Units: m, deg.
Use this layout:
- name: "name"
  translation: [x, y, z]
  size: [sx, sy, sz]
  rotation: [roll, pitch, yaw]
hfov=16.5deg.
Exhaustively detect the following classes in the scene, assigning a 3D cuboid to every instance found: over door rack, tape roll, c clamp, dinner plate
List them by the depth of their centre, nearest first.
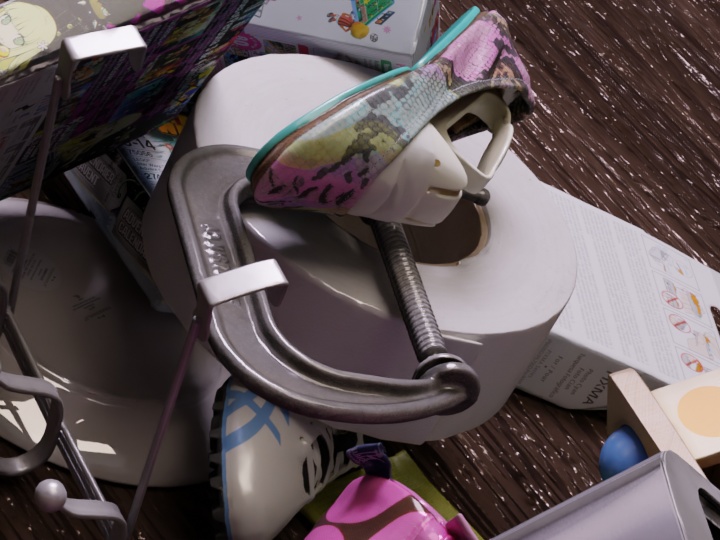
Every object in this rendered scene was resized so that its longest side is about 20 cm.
- name: "over door rack"
  translation: [-0.122, 0.020, 1.018]
  size: [0.066, 0.200, 0.148]
  rotation: [-5, 51, -38]
- name: "c clamp"
  translation: [0.000, 0.000, 1.069]
  size: [0.170, 0.027, 0.201]
  rotation: [15, 35, -21]
- name: "tape roll"
  translation: [0.000, -0.013, 1.176]
  size: [0.201, 0.071, 0.203]
  rotation: [21, 34, -15]
- name: "dinner plate"
  translation: [-0.130, 0.025, 1.190]
  size: [0.199, 0.024, 0.201]
  rotation: [23, 30, -14]

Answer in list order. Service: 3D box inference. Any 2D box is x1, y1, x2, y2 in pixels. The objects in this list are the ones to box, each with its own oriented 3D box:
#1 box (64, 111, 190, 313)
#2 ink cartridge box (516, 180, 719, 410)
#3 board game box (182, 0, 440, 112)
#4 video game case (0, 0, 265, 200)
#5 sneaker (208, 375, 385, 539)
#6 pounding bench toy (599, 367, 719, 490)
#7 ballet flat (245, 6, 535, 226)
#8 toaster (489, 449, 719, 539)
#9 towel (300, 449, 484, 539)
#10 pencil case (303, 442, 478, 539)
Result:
- name: "box"
  translation: [-0.053, -0.025, 1.290]
  size: [0.199, 0.040, 0.137]
  rotation: [9, 32, -45]
- name: "ink cartridge box"
  translation: [0.138, 0.025, 1.421]
  size: [0.199, 0.047, 0.160]
  rotation: [25, 30, -22]
- name: "board game box"
  translation: [-0.060, -0.130, 1.299]
  size: [0.199, 0.148, 0.065]
  rotation: [12, 74, 6]
- name: "video game case"
  translation: [-0.138, -0.082, 1.114]
  size: [0.181, 0.200, 0.036]
  rotation: [-26, 83, -26]
- name: "sneaker"
  translation: [-0.022, 0.071, 1.160]
  size: [0.072, 0.072, 0.200]
  rotation: [3, 24, 16]
- name: "pounding bench toy"
  translation: [0.201, 0.143, 1.231]
  size: [0.155, 0.201, 0.124]
  rotation: [-17, 44, -13]
- name: "ballet flat"
  translation: [0.027, -0.060, 1.102]
  size: [0.071, 0.069, 0.200]
  rotation: [49, 36, 3]
- name: "toaster"
  translation: [0.129, 0.189, 1.007]
  size: [0.200, 0.118, 0.181]
  rotation: [39, 26, -42]
- name: "towel"
  translation: [0.060, 0.164, 1.162]
  size: [0.200, 0.018, 0.086]
  rotation: [45, 32, 22]
- name: "pencil case"
  translation: [-0.036, 0.162, 0.909]
  size: [0.200, 0.094, 0.091]
  rotation: [-45, 103, -19]
